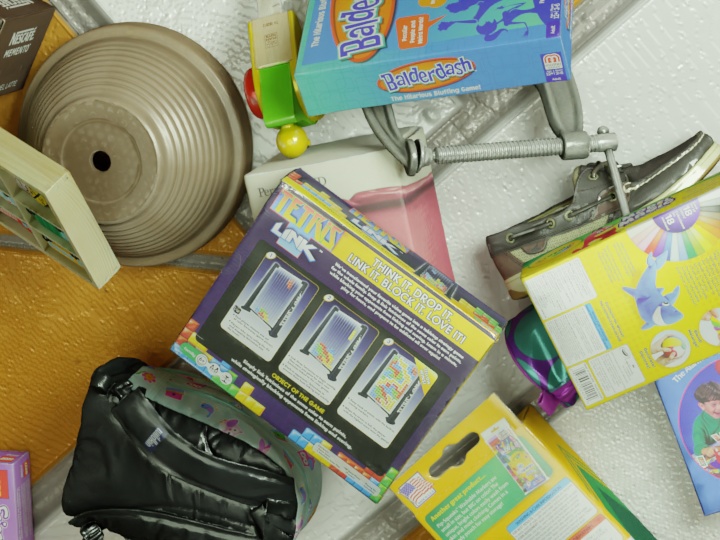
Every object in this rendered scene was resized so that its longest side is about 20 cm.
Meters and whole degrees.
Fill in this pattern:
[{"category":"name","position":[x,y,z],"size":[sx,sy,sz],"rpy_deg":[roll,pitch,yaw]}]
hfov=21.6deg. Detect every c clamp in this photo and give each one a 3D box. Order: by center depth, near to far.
[{"category":"c clamp","position":[0.098,-0.110,1.417],"size":[0.199,0.027,0.172],"rpy_deg":[0,60,-10]}]

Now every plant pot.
[{"category":"plant pot","position":[-0.193,-0.095,1.523],"size":[0.200,0.093,0.202],"rpy_deg":[3,104,12]}]

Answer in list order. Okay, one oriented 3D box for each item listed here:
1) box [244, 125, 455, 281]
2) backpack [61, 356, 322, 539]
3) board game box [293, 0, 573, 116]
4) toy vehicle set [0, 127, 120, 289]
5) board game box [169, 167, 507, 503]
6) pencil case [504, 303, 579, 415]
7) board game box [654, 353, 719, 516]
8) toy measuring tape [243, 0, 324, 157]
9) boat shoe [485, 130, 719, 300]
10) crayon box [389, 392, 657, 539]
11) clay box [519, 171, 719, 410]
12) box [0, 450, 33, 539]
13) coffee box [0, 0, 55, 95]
[{"category":"box","position":[0.000,0.000,1.489],"size":[0.127,0.109,0.201],"rpy_deg":[-10,101,16]},{"category":"backpack","position":[-0.131,0.161,1.551],"size":[0.199,0.127,0.168],"rpy_deg":[18,118,8]},{"category":"board game box","position":[0.058,-0.192,1.410],"size":[0.199,0.153,0.045],"rpy_deg":[-8,134,15]},{"category":"toy vehicle set","position":[-0.283,-0.072,1.501],"size":[0.200,0.124,0.027],"rpy_deg":[31,67,33]},{"category":"board game box","position":[-0.017,0.049,1.418],"size":[0.200,0.057,0.166],"rpy_deg":[37,107,4]},{"category":"pencil case","position":[0.211,0.025,1.455],"size":[0.200,0.093,0.085],"rpy_deg":[-35,133,20]},{"category":"board game box","position":[0.340,0.095,1.464],"size":[0.199,0.045,0.135],"rpy_deg":[-19,98,17]},{"category":"toy measuring tape","position":[-0.059,-0.181,1.488],"size":[0.073,0.074,0.201],"rpy_deg":[-11,72,16]},{"category":"boat shoe","position":[0.184,-0.052,1.451],"size":[0.200,0.073,0.065],"rpy_deg":[-35,92,14]},{"category":"crayon box","position":[0.137,0.203,1.534],"size":[0.126,0.052,0.200],"rpy_deg":[-43,91,19]},{"category":"clay box","position":[0.231,0.008,1.377],"size":[0.199,0.048,0.115],"rpy_deg":[-25,101,14]},{"category":"box","position":[-0.358,0.256,1.671],"size":[0.136,0.039,0.201],"rpy_deg":[2,103,12]},{"category":"coffee box","position":[-0.363,-0.220,1.523],"size":[0.199,0.114,0.080],"rpy_deg":[29,108,4]}]
